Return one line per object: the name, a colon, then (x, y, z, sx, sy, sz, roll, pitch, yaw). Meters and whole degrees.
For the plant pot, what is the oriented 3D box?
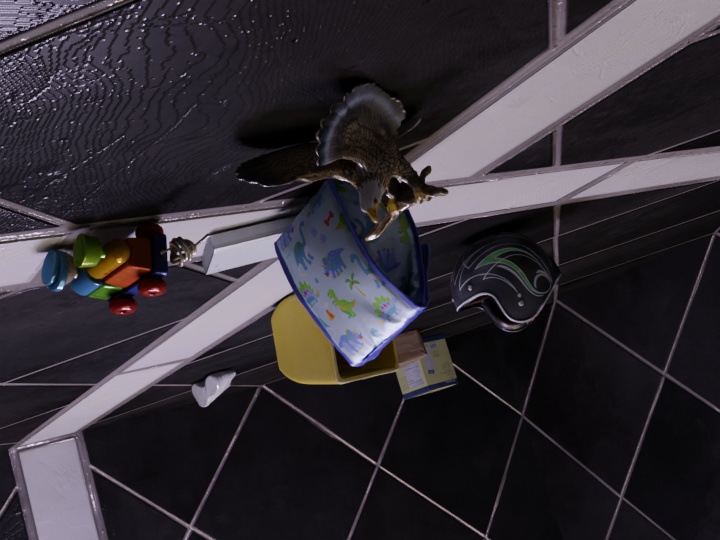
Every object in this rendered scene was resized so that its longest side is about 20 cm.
plant pot: (-0.070, 0.130, 1.945, 0.199, 0.197, 0.194, -14, 175, 39)

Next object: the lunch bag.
lunch bag: (0.000, 0.000, 1.233, 0.126, 0.202, 0.170, -9, 155, -36)

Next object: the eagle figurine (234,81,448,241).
eagle figurine: (-0.007, -0.113, 0.990, 0.199, 0.151, 0.153, 27, 99, -34)

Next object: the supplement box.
supplement box: (0.245, 0.370, 3.704, 0.134, 0.202, 0.199, -25, 167, 40)

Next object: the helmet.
helmet: (0.281, 0.020, 1.923, 0.201, 0.190, 0.200, -55, 172, -12)

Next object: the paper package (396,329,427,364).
paper package: (0.100, 0.287, 3.294, 0.189, 0.105, 0.200, -12, 168, -26)

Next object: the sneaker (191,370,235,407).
sneaker: (-0.418, 0.335, 2.779, 0.088, 0.076, 0.200, -25, 175, -36)

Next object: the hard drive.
hard drive: (-0.121, -0.044, 1.361, 0.198, 0.027, 0.132, -15, 170, -18)

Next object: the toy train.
toy train: (-0.275, -0.019, 1.105, 0.115, 0.086, 0.199, 10, 154, -41)
